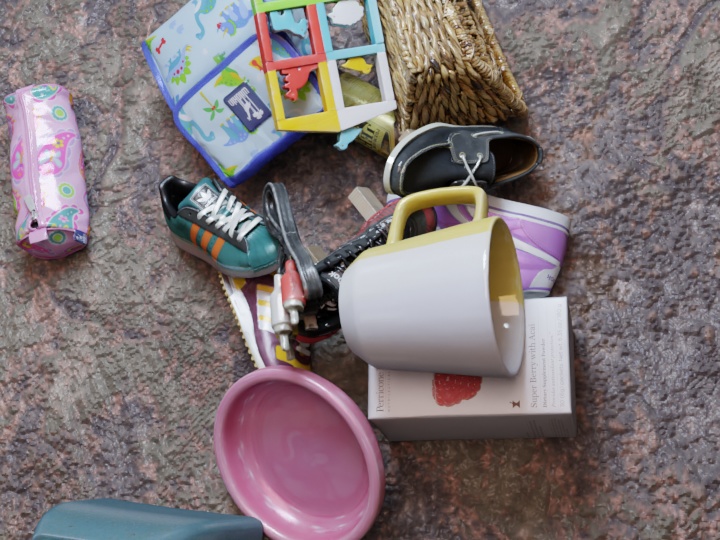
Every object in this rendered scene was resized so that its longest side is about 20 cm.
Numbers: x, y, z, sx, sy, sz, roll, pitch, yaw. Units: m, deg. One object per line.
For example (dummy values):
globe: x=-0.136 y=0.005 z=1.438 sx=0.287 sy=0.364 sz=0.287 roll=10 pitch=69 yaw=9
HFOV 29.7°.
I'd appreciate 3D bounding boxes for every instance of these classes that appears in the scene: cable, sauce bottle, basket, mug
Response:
cable: x=-0.078 y=-0.016 z=1.328 sx=0.050 sy=0.097 sz=0.200 roll=-7 pitch=58 yaw=-16
sauce bottle: x=0.036 y=-0.156 z=1.497 sx=0.200 sy=0.065 sz=0.065 roll=31 pitch=81 yaw=20
basket: x=0.092 y=-0.263 z=1.449 sx=0.149 sy=0.143 sz=0.200 roll=-11 pitch=57 yaw=-9
mug: x=0.069 y=0.023 z=1.287 sx=0.153 sy=0.187 sz=0.150 roll=-6 pitch=114 yaw=19

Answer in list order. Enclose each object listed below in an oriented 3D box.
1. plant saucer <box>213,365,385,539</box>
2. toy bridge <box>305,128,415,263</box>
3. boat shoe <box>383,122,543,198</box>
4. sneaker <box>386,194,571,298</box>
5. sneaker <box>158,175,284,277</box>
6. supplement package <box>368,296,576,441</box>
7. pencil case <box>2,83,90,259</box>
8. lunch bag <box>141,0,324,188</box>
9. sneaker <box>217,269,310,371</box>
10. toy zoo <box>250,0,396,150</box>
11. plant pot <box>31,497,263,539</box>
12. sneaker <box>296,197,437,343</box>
plant saucer: x=-0.056 y=0.187 z=1.373 sx=0.200 sy=0.051 sz=0.201 roll=12 pitch=114 yaw=29
toy bridge: x=0.017 y=-0.060 z=1.442 sx=0.200 sy=0.027 sz=0.067 roll=-48 pitch=65 yaw=25
boat shoe: x=0.105 y=-0.112 z=1.386 sx=0.068 sy=0.200 sz=0.072 roll=24 pitch=117 yaw=42
sneaker: x=0.114 y=-0.023 z=1.438 sx=0.200 sy=0.073 sz=0.114 roll=13 pitch=79 yaw=15
sneaker: x=-0.151 y=-0.051 z=1.452 sx=0.200 sy=0.080 sz=0.071 roll=18 pitch=53 yaw=43
supplement package: x=0.114 y=0.103 z=1.370 sx=0.200 sy=0.120 sz=0.121 roll=-3 pitch=72 yaw=11
pencil case: x=-0.361 y=-0.113 z=1.556 sx=0.087 sy=0.087 sz=0.200 roll=-12 pitch=70 yaw=8
lunch bag: x=-0.125 y=-0.216 z=1.498 sx=0.170 sy=0.127 sz=0.200 roll=-36 pitch=71 yaw=26
sneaker: x=-0.079 y=0.055 z=1.450 sx=0.090 sy=0.075 sz=0.200 roll=-30 pitch=70 yaw=7
toy zoo: x=-0.038 y=-0.224 z=1.412 sx=0.131 sy=0.020 sz=0.200 roll=-11 pitch=93 yaw=-14
plant pot: x=-0.230 y=0.323 z=1.316 sx=0.196 sy=0.200 sz=0.197 roll=4 pitch=79 yaw=17
sneaker: x=0.000 y=0.000 z=1.374 sx=0.200 sy=0.098 sz=0.071 roll=-41 pitch=89 yaw=2
